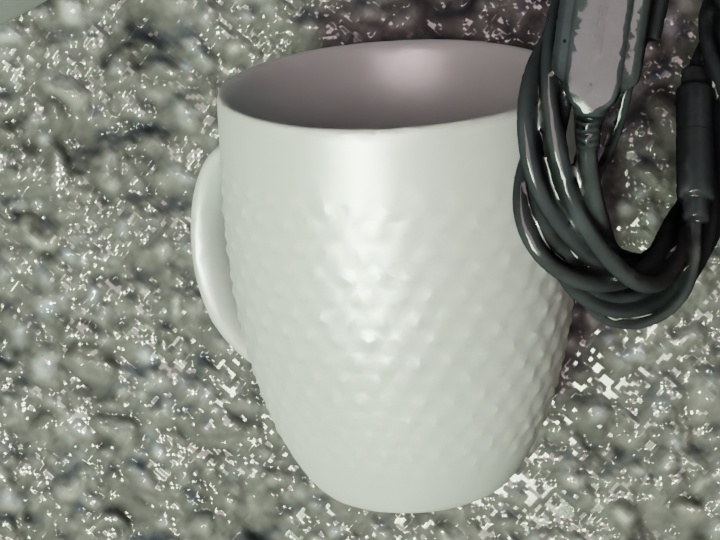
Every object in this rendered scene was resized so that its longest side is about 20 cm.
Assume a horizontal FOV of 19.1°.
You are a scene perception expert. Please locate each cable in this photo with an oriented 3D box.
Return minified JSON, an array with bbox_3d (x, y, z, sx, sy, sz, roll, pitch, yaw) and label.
[{"bbox_3d":[0.119,-0.076,0.856,0.051,0.163,0.200,12,105,30],"label":"cable"}]

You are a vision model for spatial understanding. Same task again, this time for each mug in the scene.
[{"bbox_3d":[0.000,0.000,0.920,0.200,0.148,0.176,14,116,41],"label":"mug"}]

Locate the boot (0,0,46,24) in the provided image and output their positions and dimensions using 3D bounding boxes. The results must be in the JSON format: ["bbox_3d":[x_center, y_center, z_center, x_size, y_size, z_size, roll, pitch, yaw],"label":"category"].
[{"bbox_3d":[-0.134,-0.197,0.941,0.200,0.074,0.096,-38,76,19],"label":"boot"}]
